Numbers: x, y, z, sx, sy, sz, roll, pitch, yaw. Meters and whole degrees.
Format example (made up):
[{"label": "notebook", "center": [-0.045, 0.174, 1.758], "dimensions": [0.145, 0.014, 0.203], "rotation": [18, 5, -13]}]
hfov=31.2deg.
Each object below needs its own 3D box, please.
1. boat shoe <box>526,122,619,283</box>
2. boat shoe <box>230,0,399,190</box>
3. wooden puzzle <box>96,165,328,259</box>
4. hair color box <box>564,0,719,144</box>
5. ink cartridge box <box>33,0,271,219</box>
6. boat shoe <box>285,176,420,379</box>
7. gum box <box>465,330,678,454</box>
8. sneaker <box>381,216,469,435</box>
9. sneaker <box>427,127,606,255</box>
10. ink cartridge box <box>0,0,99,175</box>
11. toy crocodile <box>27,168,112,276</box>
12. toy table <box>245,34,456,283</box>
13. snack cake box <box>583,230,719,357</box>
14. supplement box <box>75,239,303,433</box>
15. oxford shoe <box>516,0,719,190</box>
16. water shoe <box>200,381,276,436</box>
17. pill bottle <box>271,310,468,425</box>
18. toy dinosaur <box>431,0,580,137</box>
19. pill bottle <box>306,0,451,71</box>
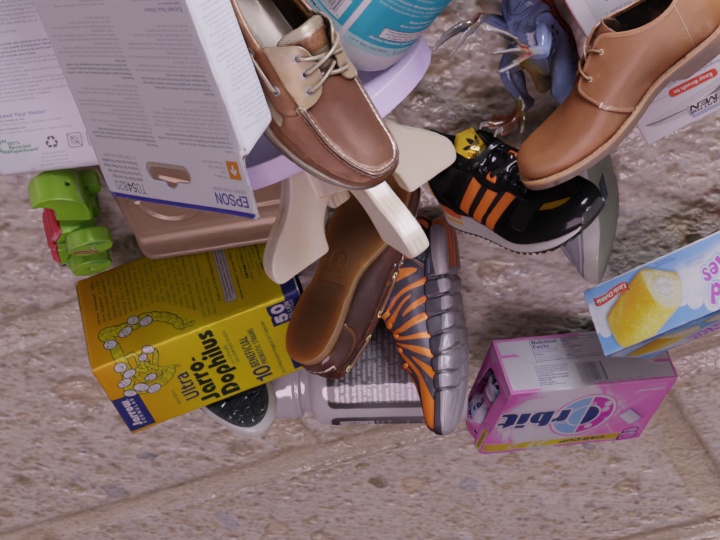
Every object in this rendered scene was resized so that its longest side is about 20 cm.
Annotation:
[{"label": "boat shoe", "center": [0.185, -0.064, 1.146], "dimensions": [0.071, 0.071, 0.202], "rotation": [12, 150, 24]}, {"label": "boat shoe", "center": [-0.045, -0.140, 0.882], "dimensions": [0.200, 0.076, 0.072], "rotation": [47, 149, -3]}, {"label": "wooden puzzle", "center": [-0.137, -0.105, 1.116], "dimensions": [0.182, 0.047, 0.201], "rotation": [-9, 134, 11]}, {"label": "hair color box", "center": [0.222, -0.199, 0.970], "dimensions": [0.110, 0.064, 0.200], "rotation": [-25, 132, 18]}, {"label": "ink cartridge box", "center": [-0.148, -0.142, 0.914], "dimensions": [0.198, 0.040, 0.202], "rotation": [12, 127, 46]}, {"label": "boat shoe", "center": [0.000, 0.000, 1.149], "dimensions": [0.070, 0.202, 0.070], "rotation": [25, 175, 38]}, {"label": "gum box", "center": [0.208, 0.124, 1.319], "dimensions": [0.197, 0.067, 0.114], "rotation": [-3, 142, -18]}, {"label": "sneaker", "center": [0.040, 0.053, 1.209], "dimensions": [0.110, 0.203, 0.077], "rotation": [-5, 175, 18]}, {"label": "sneaker", "center": [0.112, -0.074, 1.058], "dimensions": [0.090, 0.070, 0.199], "rotation": [53, 162, -26]}, {"label": "ink cartridge box", "center": [-0.210, -0.182, 1.006], "dimensions": [0.193, 0.043, 0.203], "rotation": [-5, 115, 7]}, {"label": "toy crocodile", "center": [-0.255, -0.038, 1.138], "dimensions": [0.061, 0.068, 0.200], "rotation": [-12, 169, -14]}, {"label": "toy table", "center": [-0.014, -0.088, 1.009], "dimensions": [0.198, 0.184, 0.118], "rotation": [-29, 121, -4]}, {"label": "snack cake box", "center": [0.321, 0.015, 1.189], "dimensions": [0.198, 0.068, 0.114], "rotation": [-27, 161, 30]}, {"label": "supplement box", "center": [-0.148, 0.048, 1.201], "dimensions": [0.197, 0.110, 0.109], "rotation": [-21, 139, -1]}, {"label": "oxford shoe", "center": [0.178, -0.142, 0.933], "dimensions": [0.071, 0.072, 0.200], "rotation": [34, 111, -29]}, {"label": "water shoe", "center": [-0.146, 0.103, 1.284], "dimensions": [0.072, 0.199, 0.079], "rotation": [-45, 146, -13]}, {"label": "pill bottle", "center": [0.008, 0.096, 1.291], "dimensions": [0.197, 0.115, 0.115], "rotation": [-1, 140, 3]}, {"label": "toy dinosaur", "center": [0.126, -0.193, 1.005], "dimensions": [0.104, 0.199, 0.184], "rotation": [22, 128, 36]}, {"label": "pill bottle", "center": [0.037, -0.240, 0.895], "dimensions": [0.110, 0.112, 0.200], "rotation": [24, 135, -25]}]
